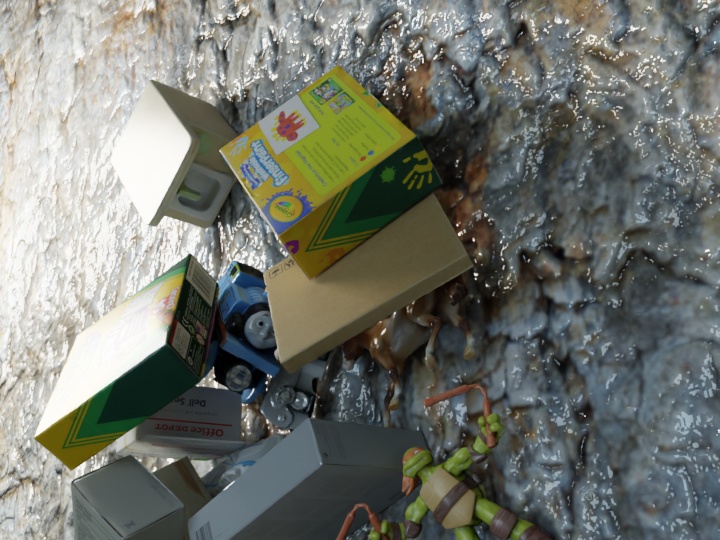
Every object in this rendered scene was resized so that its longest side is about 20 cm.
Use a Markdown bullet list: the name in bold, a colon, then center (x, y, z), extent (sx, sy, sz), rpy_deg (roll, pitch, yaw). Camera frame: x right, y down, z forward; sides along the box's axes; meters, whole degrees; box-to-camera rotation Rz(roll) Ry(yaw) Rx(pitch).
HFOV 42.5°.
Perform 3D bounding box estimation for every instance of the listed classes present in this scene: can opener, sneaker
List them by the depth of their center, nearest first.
- **can opener**: center (-0.054, 0.077, 1.004), extent (0.052, 0.066, 0.201), rpy_deg (19, 85, 5)
- **sneaker**: center (-0.132, 0.237, 1.047), extent (0.200, 0.075, 0.087), rpy_deg (-34, 14, 50)

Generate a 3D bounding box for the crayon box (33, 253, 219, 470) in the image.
- **crayon box**: center (-0.238, 0.089, 0.971), extent (0.172, 0.058, 0.200), rpy_deg (-34, 23, 12)

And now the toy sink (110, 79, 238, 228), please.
- **toy sink**: center (-0.231, -0.142, 1.220), extent (0.131, 0.112, 0.200), rpy_deg (-60, 40, 16)

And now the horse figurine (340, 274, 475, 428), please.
- **horse figurine**: center (0.050, 0.063, 0.898), extent (0.200, 0.050, 0.133), rpy_deg (-51, 31, 34)

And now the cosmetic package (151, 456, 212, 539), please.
- **cosmetic package**: center (-0.179, 0.315, 0.997), extent (0.200, 0.071, 0.105), rpy_deg (55, 139, 18)

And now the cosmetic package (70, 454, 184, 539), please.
- **cosmetic package**: center (-0.235, 0.303, 0.942), extent (0.103, 0.073, 0.201), rpy_deg (31, 126, 37)

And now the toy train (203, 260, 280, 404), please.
- **toy train**: center (-0.131, 0.065, 1.024), extent (0.114, 0.087, 0.200), rpy_deg (-58, 18, 5)

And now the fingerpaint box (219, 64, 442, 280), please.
- **fingerpaint box**: center (-0.037, -0.108, 0.967), extent (0.167, 0.073, 0.200), rpy_deg (-36, 40, -2)

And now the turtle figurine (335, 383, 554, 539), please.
- **turtle figurine**: center (0.080, 0.214, 0.807), extent (0.200, 0.064, 0.161), rpy_deg (-48, 62, 6)

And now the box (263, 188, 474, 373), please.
- **box**: center (0.000, 0.000, 0.901), extent (0.200, 0.021, 0.164), rpy_deg (-30, 33, 7)

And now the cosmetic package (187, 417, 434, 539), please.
- **cosmetic package**: center (-0.048, 0.218, 0.891), extent (0.200, 0.151, 0.052), rpy_deg (-43, 49, 29)

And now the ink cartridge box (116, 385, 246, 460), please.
- **ink cartridge box**: center (-0.203, 0.171, 1.046), extent (0.200, 0.117, 0.068), rpy_deg (145, 130, -63)
